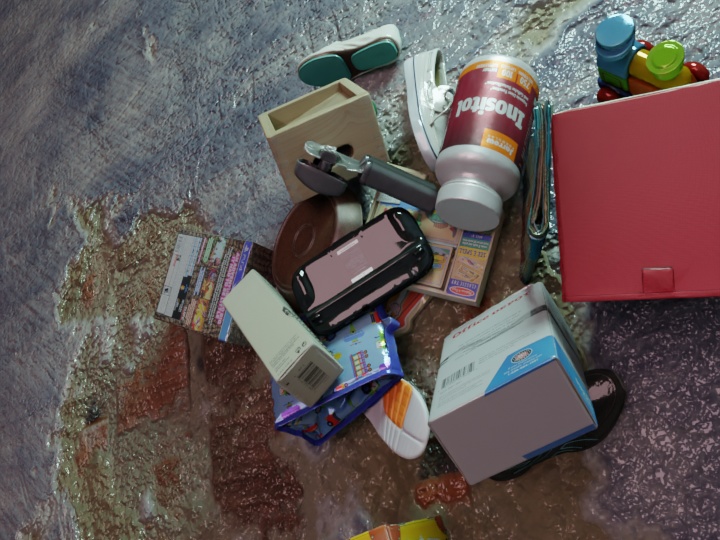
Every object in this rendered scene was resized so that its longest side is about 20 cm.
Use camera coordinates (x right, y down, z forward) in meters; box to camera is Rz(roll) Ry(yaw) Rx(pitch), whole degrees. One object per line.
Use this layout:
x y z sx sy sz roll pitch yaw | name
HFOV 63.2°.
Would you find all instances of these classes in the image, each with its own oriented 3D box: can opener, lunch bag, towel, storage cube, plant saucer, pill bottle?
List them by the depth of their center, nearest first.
0.297 -0.070 0.588 0.195 0.169 0.186 -3 91 32 | storage cube
0.198 -0.077 0.674 0.021 0.200 0.152 4 76 12 | towel
0.160 -0.162 0.756 0.110 0.113 0.206 4 69 34 | pill bottle
0.008 -0.116 0.785 0.054 0.195 0.068 -96 30 -65 | can opener
-0.029 0.118 0.810 0.198 0.093 0.153 -37 43 22 | lunch bag
-0.076 -0.042 0.887 0.198 0.034 0.206 -27 51 38 | plant saucer

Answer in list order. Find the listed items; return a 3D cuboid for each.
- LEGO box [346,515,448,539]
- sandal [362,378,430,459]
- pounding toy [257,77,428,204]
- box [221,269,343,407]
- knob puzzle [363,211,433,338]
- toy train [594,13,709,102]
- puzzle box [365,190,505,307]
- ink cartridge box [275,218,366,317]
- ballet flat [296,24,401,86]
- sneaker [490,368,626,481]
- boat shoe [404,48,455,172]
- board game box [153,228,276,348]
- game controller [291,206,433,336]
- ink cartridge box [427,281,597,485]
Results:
0.064 0.395 0.654 0.076 0.148 0.205 -30 61 22 | LEGO box
0.046 0.178 0.791 0.206 0.058 0.081 31 98 58 | sandal
-0.030 -0.184 0.870 0.195 0.145 0.185 -24 29 -4 | pounding toy
-0.109 0.086 0.786 0.068 0.082 0.200 -45 44 -3 | box
0.014 0.017 0.873 0.214 0.030 0.227 -11 71 32 | knob puzzle
0.352 -0.210 0.653 0.085 0.115 0.200 -52 55 10 | toy train
0.090 -0.037 0.815 0.195 0.025 0.137 12 77 29 | puzzle box
-0.072 -0.009 0.922 0.099 0.039 0.204 30 94 52 | ink cartridge box
-0.016 -0.366 0.993 0.195 0.069 0.072 -8 72 28 | ballet flat
0.210 0.180 0.661 0.199 0.079 0.076 -40 58 17 | sneaker
0.120 -0.244 0.857 0.084 0.074 0.207 -19 57 25 | boat shoe
-0.239 0.030 1.001 0.196 0.096 0.164 11 82 36 | board game box
0.000 0.000 0.792 0.197 0.042 0.106 -32 67 5 | game controller
0.161 0.113 0.637 0.143 0.200 0.085 -34 98 21 | ink cartridge box
